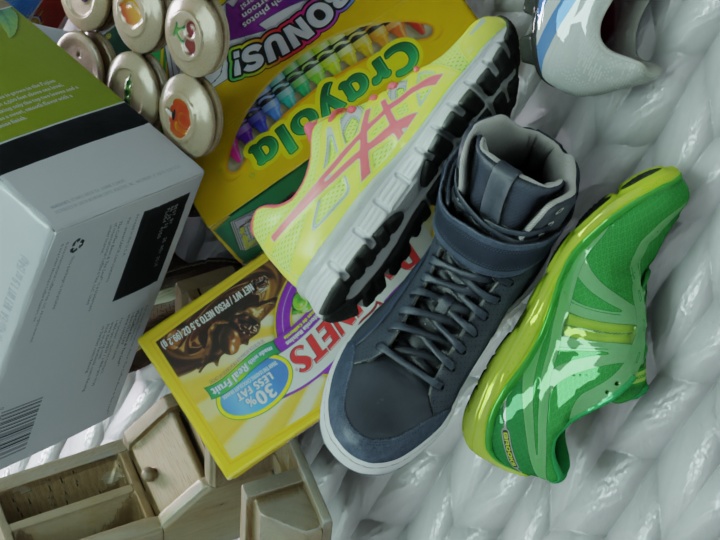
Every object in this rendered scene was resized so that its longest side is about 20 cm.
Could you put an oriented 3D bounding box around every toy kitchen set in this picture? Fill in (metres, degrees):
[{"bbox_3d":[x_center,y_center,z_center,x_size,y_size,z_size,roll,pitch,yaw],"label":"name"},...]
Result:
[{"bbox_3d":[-0.129,0.139,1.654,0.200,0.180,0.164,96,153,-54],"label":"toy kitchen set"}]

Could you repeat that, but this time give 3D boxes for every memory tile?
[{"bbox_3d":[-0.127,-0.175,1.548,0.153,0.017,0.201,27,120,42],"label":"memory tile"}]

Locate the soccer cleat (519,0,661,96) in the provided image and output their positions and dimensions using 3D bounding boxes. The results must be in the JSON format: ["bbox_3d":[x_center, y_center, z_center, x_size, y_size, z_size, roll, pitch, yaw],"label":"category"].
[{"bbox_3d":[0.140,-0.196,1.463,0.086,0.070,0.201,5,96,36],"label":"soccer cleat"}]

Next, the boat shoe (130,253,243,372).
[{"bbox_3d":[-0.144,0.013,1.814,0.202,0.074,0.075,-24,65,50],"label":"boat shoe"}]

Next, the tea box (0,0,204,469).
[{"bbox_3d":[-0.227,-0.023,1.576,0.197,0.133,0.201,40,127,23],"label":"tea box"}]

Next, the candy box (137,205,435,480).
[{"bbox_3d":[-0.022,0.027,1.569,0.200,0.026,0.102,-34,89,3],"label":"candy box"}]

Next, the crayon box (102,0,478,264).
[{"bbox_3d":[-0.035,-0.129,1.598,0.200,0.058,0.173,-35,54,4],"label":"crayon box"}]

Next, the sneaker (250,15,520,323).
[{"bbox_3d":[0.012,-0.073,1.496,0.090,0.078,0.200,35,80,24],"label":"sneaker"}]

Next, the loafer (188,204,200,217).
[{"bbox_3d":[-0.166,-0.079,1.704,0.199,0.071,0.073,21,100,15],"label":"loafer"}]

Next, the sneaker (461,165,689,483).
[{"bbox_3d":[0.133,0.030,1.468,0.083,0.074,0.201,32,110,8],"label":"sneaker"}]

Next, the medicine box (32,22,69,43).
[{"bbox_3d":[-0.234,-0.040,1.825,0.200,0.102,0.183,121,157,-56],"label":"medicine box"}]

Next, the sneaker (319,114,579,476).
[{"bbox_3d":[0.049,0.006,1.442,0.077,0.203,0.146,31,150,8],"label":"sneaker"}]

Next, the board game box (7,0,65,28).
[{"bbox_3d":[-0.271,-0.161,1.905,0.040,0.153,0.200,38,120,6],"label":"board game box"}]
